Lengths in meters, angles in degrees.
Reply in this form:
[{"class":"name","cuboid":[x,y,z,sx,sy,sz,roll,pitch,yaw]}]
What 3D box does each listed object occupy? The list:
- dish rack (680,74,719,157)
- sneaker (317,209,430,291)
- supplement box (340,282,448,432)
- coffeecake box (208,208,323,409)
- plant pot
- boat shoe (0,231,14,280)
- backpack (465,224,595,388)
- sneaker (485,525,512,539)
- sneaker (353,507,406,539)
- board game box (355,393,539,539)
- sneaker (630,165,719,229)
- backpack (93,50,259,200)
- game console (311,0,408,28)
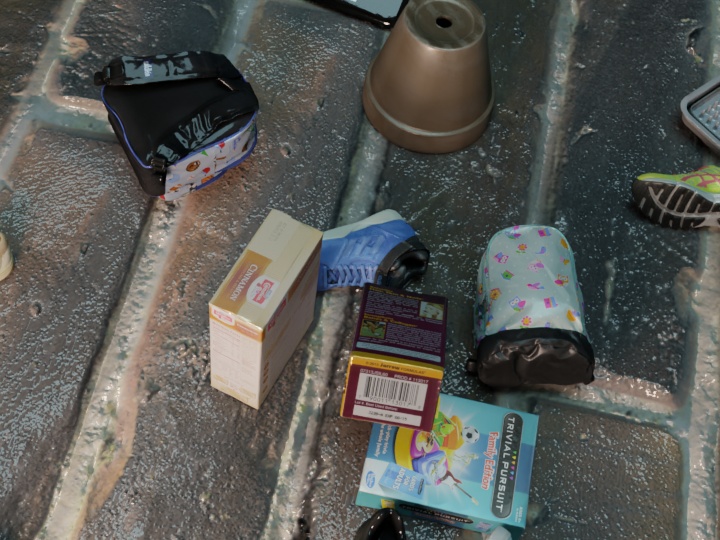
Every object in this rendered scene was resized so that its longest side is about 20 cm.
[{"class":"dish rack","cuboid":[0.594,-0.229,1.772,0.200,0.044,0.172,-32,67,-24]},{"class":"sneaker","cuboid":[0.000,-0.001,1.533,0.200,0.077,0.111,-24,53,-27]},{"class":"supplement box","cuboid":[0.044,0.101,1.416,0.110,0.086,0.200,11,25,1]},{"class":"coffeecake box","cuboid":[-0.115,0.050,1.414,0.073,0.200,0.154,25,58,10]},{"class":"plant pot","cuboid":[0.108,-0.298,1.683,0.199,0.174,0.201,3,58,-4]},{"class":"boat shoe","cuboid":[-0.532,0.013,1.470,0.200,0.065,0.072,-31,65,-24]},{"class":"backpack","cuboid":[0.220,0.043,1.503,0.166,0.127,0.200,2,54,-2]},{"class":"sneaker","cuboid":[0.143,0.389,1.306,0.082,0.074,0.200,24,68,6]},{"class":"sneaker","cuboid":[0.015,0.357,1.296,0.076,0.091,0.200,7,58,-5]},{"class":"board game box","cuboid":[0.107,0.228,1.416,0.199,0.047,0.151,12,57,2]},{"class":"sneaker","cuboid":[0.481,-0.112,1.672,0.199,0.078,0.090,10,48,-7]},{"class":"backpack","cuboid":[-0.235,-0.200,1.593,0.190,0.154,0.200,-26,69,-12]},{"class":"game console","cuboid":[0.002,-0.485,1.884,0.199,0.116,0.176,21,87,8]}]
